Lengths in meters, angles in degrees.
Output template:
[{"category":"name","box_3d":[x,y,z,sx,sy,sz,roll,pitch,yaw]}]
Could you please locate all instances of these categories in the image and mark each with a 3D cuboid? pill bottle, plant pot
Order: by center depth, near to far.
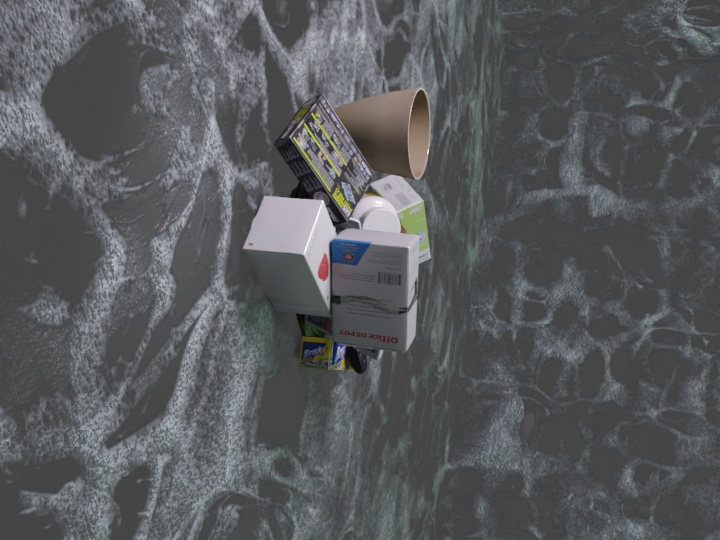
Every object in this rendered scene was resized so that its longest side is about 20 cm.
[{"category":"plant pot","box_3d":[0.030,-0.292,1.569,0.187,0.199,0.189,6,90,-72]},{"category":"pill bottle","box_3d":[0.015,-0.107,1.573,0.200,0.110,0.112,-138,-134,-68]}]

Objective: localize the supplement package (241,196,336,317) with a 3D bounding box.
[{"category":"supplement package","box_3d":[-0.111,-0.022,1.333,0.200,0.119,0.122,69,32,-53]}]

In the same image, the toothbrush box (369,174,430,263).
[{"category":"toothbrush box","box_3d":[0.104,-0.127,1.917,0.146,0.086,0.201,54,-15,43]}]

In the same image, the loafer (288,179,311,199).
[{"category":"loafer","box_3d":[-0.089,-0.168,1.453,0.072,0.063,0.201,69,32,-53]}]

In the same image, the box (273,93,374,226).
[{"category":"box","box_3d":[-0.064,-0.210,1.415,0.200,0.044,0.161,54,41,-27]}]

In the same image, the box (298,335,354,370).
[{"category":"box","box_3d":[-0.066,0.178,1.588,0.200,0.070,0.065,26,69,-74]}]

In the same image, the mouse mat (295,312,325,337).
[{"category":"mouse mat","box_3d":[-0.097,0.076,1.589,0.201,0.007,0.161,78,24,-45]}]

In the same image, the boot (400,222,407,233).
[{"category":"boot","box_3d":[0.078,-0.066,1.633,0.075,0.074,0.200,42,22,-21]}]

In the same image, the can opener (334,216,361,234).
[{"category":"can opener","box_3d":[-0.008,-0.028,1.495,0.067,0.053,0.201,-73,156,-53]}]

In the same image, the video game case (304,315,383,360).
[{"category":"video game case","box_3d":[-0.016,0.053,1.457,0.023,0.182,0.201,-32,142,-54]}]

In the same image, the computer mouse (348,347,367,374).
[{"category":"computer mouse","box_3d":[-0.019,0.129,1.575,0.059,0.034,0.201,-56,139,-67]}]

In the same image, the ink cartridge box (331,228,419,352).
[{"category":"ink cartridge box","box_3d":[0.027,0.035,1.348,0.084,0.144,0.201,-45,139,-65]}]
